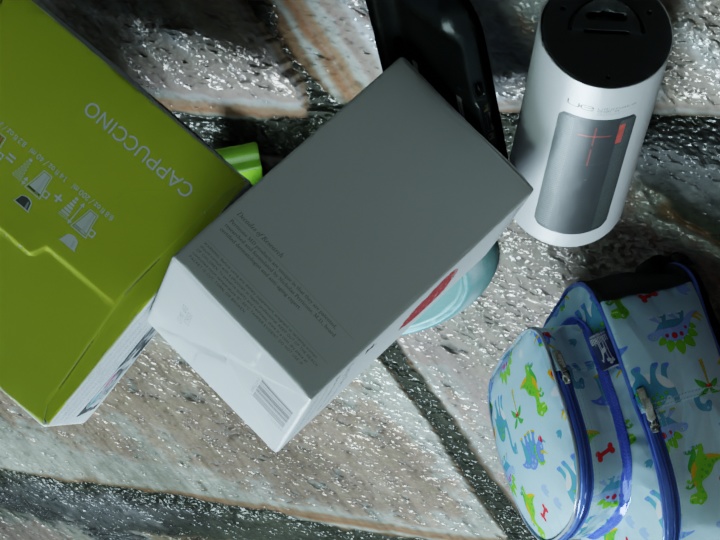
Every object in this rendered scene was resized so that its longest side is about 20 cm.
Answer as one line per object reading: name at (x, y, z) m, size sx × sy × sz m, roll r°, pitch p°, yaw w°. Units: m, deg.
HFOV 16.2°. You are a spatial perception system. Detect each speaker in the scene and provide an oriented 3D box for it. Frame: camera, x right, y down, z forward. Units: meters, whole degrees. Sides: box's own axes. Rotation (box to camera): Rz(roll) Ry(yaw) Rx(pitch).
speaker at (0.137, -0.095, 1.546) m, size 0.081 × 0.081 × 0.200 m, roll 19°, pitch 153°, yaw 6°

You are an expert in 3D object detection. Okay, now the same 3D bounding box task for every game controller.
game controller at (0.049, -0.119, 1.565) m, size 0.104 × 0.042 × 0.200 m, roll 33°, pitch 155°, yaw 32°

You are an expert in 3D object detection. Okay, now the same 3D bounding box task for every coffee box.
coffee box at (-0.201, -0.039, 1.624) m, size 0.200 × 0.200 × 0.198 m, roll 40°, pitch 179°, yaw 2°

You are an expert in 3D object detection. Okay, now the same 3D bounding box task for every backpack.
backpack at (0.180, 0.118, 1.736) m, size 0.146 × 0.201 × 0.183 m, roll -16°, pitch 162°, yaw -19°

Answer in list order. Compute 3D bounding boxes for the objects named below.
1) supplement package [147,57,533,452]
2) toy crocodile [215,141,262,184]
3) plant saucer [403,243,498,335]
supplement package at (-0.013, -0.009, 1.540) m, size 0.120 × 0.200 × 0.121 m, roll 45°, pitch 158°, yaw 6°
toy crocodile at (-0.086, -0.034, 1.861) m, size 0.067 × 0.062 × 0.200 m, roll -14°, pitch 148°, yaw -3°
plant saucer at (0.000, 0.000, 1.821) m, size 0.199 × 0.028 × 0.200 m, roll 2°, pitch 149°, yaw 1°
